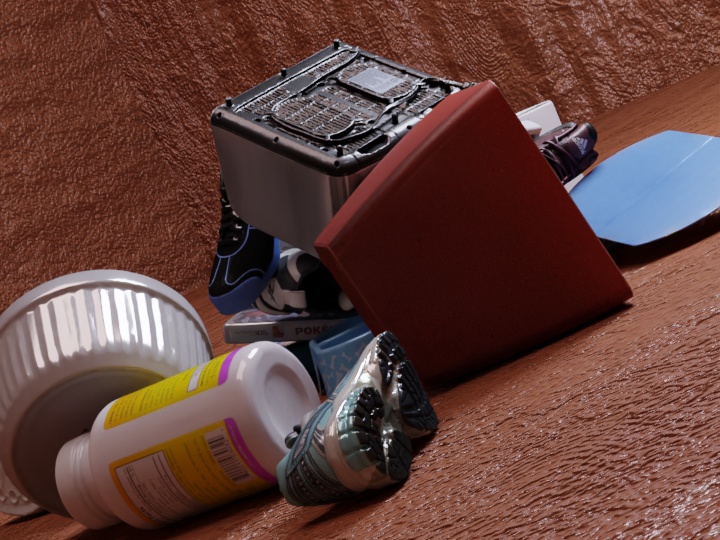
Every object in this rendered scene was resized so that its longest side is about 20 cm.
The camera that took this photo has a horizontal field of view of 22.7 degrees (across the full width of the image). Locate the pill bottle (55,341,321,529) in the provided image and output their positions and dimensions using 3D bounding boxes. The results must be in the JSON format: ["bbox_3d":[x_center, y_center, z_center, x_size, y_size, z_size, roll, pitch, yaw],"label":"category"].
[{"bbox_3d":[-0.132,0.132,1.349,0.199,0.105,0.104,-22,5,27],"label":"pill bottle"}]

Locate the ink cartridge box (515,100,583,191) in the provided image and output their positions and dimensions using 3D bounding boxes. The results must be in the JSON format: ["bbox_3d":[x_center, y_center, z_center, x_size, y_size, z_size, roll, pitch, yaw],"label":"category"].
[{"bbox_3d":[0.151,-0.087,2.020,0.199,0.146,0.084,-19,7,46],"label":"ink cartridge box"}]

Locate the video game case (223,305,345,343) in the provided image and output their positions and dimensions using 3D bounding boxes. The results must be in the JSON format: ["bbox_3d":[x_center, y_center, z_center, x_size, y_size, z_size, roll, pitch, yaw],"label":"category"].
[{"bbox_3d":[-0.029,0.039,1.845,0.181,0.023,0.200,-3,11,11],"label":"video game case"}]

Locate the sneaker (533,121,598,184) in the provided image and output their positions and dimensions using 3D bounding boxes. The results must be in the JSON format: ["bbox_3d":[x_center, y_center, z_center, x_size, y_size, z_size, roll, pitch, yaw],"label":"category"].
[{"bbox_3d":[0.173,-0.102,1.668,0.115,0.076,0.200,-34,5,1],"label":"sneaker"}]

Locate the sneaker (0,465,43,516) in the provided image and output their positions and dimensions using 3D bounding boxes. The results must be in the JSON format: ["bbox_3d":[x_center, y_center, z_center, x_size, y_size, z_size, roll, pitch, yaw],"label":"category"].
[{"bbox_3d":[-0.274,0.179,1.795,0.199,0.081,0.146,-25,-5,43],"label":"sneaker"}]

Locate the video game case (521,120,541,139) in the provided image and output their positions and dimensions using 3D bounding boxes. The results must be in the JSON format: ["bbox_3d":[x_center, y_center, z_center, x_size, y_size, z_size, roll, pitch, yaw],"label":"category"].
[{"bbox_3d":[0.108,-0.060,1.799,0.200,0.023,0.183,-13,-53,-63],"label":"video game case"}]

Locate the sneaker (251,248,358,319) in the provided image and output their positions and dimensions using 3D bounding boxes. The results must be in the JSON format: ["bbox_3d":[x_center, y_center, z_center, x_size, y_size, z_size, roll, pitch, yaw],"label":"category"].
[{"bbox_3d":[0.000,0.000,1.724,0.198,0.080,0.129,-10,14,-25],"label":"sneaker"}]

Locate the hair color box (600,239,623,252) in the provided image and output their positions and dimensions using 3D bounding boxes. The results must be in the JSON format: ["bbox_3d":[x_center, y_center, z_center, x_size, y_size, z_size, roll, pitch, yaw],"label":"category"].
[{"bbox_3d":[0.168,-0.020,1.711,0.199,0.061,0.100,-28,5,-19],"label":"hair color box"}]

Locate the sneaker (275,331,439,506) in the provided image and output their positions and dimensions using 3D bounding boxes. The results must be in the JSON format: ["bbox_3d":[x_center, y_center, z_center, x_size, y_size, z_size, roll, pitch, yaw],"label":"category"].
[{"bbox_3d":[-0.008,0.102,1.213,0.086,0.078,0.200,-27,4,17],"label":"sneaker"}]

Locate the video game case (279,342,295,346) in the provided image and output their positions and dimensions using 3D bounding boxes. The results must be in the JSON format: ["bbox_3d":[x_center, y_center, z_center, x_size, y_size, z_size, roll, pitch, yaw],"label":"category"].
[{"bbox_3d":[-0.031,0.065,2.024,0.199,0.026,0.180,-21,6,39],"label":"video game case"}]

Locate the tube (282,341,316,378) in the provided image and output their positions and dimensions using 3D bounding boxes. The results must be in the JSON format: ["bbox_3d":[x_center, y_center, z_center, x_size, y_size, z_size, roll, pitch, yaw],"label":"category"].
[{"bbox_3d":[-0.060,0.092,1.804,0.077,0.051,0.200,-11,8,33],"label":"tube"}]

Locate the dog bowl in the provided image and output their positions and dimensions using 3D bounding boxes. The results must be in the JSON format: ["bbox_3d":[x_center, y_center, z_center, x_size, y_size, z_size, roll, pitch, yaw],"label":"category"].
[{"bbox_3d":[0.007,0.071,1.622,0.111,0.050,0.200,-25,5,-4],"label":"dog bowl"}]

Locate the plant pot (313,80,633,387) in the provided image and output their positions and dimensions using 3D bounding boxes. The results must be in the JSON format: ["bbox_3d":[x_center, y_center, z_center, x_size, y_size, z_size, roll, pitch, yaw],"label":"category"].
[{"bbox_3d":[0.073,-0.016,1.449,0.176,0.201,0.200,-35,5,-5],"label":"plant pot"}]

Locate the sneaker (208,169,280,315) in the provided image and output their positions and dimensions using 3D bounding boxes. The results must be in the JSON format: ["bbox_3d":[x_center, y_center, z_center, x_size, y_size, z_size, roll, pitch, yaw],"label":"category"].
[{"bbox_3d":[-0.110,-0.056,1.711,0.070,0.078,0.201,-9,48,38],"label":"sneaker"}]

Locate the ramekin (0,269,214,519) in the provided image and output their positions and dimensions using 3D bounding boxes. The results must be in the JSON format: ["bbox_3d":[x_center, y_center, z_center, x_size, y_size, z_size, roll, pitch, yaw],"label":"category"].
[{"bbox_3d":[-0.211,0.110,1.463,0.199,0.201,0.105,-25,36,1],"label":"ramekin"}]

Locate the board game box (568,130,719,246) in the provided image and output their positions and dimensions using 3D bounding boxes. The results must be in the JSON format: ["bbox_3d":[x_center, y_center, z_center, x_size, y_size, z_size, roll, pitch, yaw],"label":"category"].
[{"bbox_3d":[0.272,-0.061,1.618,0.158,0.039,0.200,-38,25,-19],"label":"board game box"}]

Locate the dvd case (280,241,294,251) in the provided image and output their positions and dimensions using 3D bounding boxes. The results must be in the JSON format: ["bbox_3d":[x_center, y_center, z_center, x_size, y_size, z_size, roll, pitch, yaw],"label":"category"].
[{"bbox_3d":[-0.048,-0.049,1.853,0.199,0.144,0.018,-11,32,-33],"label":"dvd case"}]

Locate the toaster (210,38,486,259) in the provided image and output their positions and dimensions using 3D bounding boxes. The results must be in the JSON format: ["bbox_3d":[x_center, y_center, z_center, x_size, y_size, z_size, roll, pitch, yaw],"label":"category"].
[{"bbox_3d":[-0.005,-0.109,1.622,0.199,0.119,0.180,25,45,38],"label":"toaster"}]
